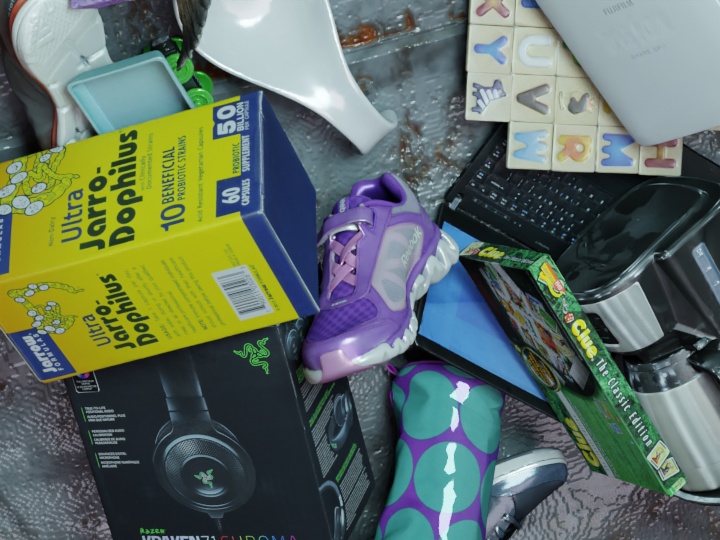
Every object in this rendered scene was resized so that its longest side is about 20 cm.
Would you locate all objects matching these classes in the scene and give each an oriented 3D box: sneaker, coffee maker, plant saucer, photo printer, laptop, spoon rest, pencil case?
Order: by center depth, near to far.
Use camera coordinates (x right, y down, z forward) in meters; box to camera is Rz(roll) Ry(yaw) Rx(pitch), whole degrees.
[{"bbox_3d":[-0.198,-0.128,1.539,0.077,0.082,0.200,-32,141,-21],"label":"sneaker"},{"bbox_3d":[-0.120,-0.071,1.541,0.070,0.019,0.200,-15,136,16],"label":"plant saucer"},{"bbox_3d":[0.000,0.000,1.543,0.080,0.200,0.089,-14,114,26],"label":"sneaker"},{"bbox_3d":[0.197,-0.188,1.549,0.069,0.166,0.200,-45,107,-31],"label":"photo printer"},{"bbox_3d":[-0.044,-0.151,1.570,0.099,0.061,0.200,-43,118,5],"label":"spoon rest"},{"bbox_3d":[0.247,0.033,1.647,0.192,0.134,0.200,-50,118,-39],"label":"coffee maker"},{"bbox_3d":[0.152,-0.012,1.659,0.177,0.103,0.200,28,112,-25],"label":"laptop"},{"bbox_3d":[0.049,0.169,1.674,0.092,0.085,0.201,5,74,22],"label":"pencil case"},{"bbox_3d":[0.093,0.235,1.725,0.202,0.147,0.077,-33,156,6],"label":"sneaker"}]

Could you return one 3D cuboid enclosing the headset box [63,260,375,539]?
[{"bbox_3d":[-0.101,0.091,1.601,0.173,0.093,0.201,-2,118,21],"label":"headset box"}]

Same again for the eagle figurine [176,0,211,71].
[{"bbox_3d":[-0.098,-0.246,1.461,0.200,0.152,0.151,-42,115,5],"label":"eagle figurine"}]

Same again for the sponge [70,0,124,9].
[{"bbox_3d":[-0.108,-0.228,1.394,0.030,0.199,0.112,-12,94,-52],"label":"sponge"}]

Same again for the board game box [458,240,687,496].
[{"bbox_3d":[0.146,0.067,1.606,0.023,0.105,0.200,-41,112,-19],"label":"board game box"}]

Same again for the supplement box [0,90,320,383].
[{"bbox_3d":[-0.137,-0.020,1.500,0.199,0.109,0.110,-15,138,13],"label":"supplement box"}]

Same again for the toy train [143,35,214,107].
[{"bbox_3d":[-0.103,-0.074,1.600,0.056,0.042,0.200,-26,118,9],"label":"toy train"}]

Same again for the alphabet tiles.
[{"bbox_3d":[0.170,-0.152,1.631,0.199,0.006,0.167,2,95,-16],"label":"alphabet tiles"}]
